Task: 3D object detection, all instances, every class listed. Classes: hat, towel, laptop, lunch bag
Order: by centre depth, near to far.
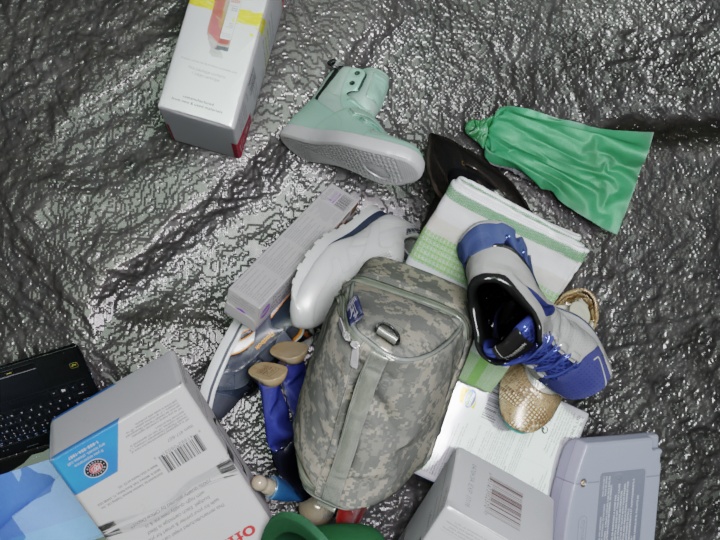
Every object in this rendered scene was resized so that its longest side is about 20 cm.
[{"bbox_3d":[0.017,0.106,1.017,0.138,0.168,0.202,21,118,8],"label":"lunch bag"},{"bbox_3d":[0.111,0.017,1.071,0.148,0.031,0.201,27,122,-5],"label":"towel"},{"bbox_3d":[0.012,0.286,1.088,0.175,0.165,0.202,-15,120,-38],"label":"hat"},{"bbox_3d":[-0.338,0.198,1.110,0.175,0.201,0.104,-17,44,-7],"label":"laptop"},{"bbox_3d":[0.113,-0.053,1.158,0.081,0.200,0.201,-40,88,26],"label":"hat"}]

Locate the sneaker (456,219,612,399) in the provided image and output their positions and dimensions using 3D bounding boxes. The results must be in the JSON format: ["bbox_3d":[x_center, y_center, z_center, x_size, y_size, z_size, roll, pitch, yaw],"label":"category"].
[{"bbox_3d":[0.150,0.061,1.003,0.080,0.116,0.200,-29,113,26],"label":"sneaker"}]

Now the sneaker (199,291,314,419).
[{"bbox_3d":[-0.099,0.077,1.153,0.079,0.078,0.202,26,81,9],"label":"sneaker"}]

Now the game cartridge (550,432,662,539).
[{"bbox_3d":[0.252,0.272,1.142,0.132,0.040,0.203,2,95,-35],"label":"game cartridge"}]

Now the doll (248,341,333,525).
[{"bbox_3d":[-0.067,0.180,1.126,0.048,0.136,0.202,5,121,32],"label":"doll"}]

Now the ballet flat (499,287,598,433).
[{"bbox_3d":[0.199,0.083,1.134,0.070,0.065,0.201,32,45,0],"label":"ballet flat"}]

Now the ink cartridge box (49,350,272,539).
[{"bbox_3d":[-0.195,0.207,1.091,0.145,0.084,0.201,-29,116,-5],"label":"ink cartridge box"}]

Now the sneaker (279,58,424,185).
[{"bbox_3d":[0.009,-0.164,1.148,0.119,0.199,0.074,-57,135,-12],"label":"sneaker"}]

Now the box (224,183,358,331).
[{"bbox_3d":[-0.068,-0.018,1.135,0.041,0.039,0.200,30,48,10],"label":"box"}]

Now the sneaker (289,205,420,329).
[{"bbox_3d":[0.000,0.000,1.122,0.080,0.077,0.200,26,44,20],"label":"sneaker"}]

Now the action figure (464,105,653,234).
[{"bbox_3d":[0.210,-0.129,1.213,0.198,0.055,0.119,21,84,5],"label":"action figure"}]

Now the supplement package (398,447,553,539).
[{"bbox_3d":[0.093,0.302,1.086,0.116,0.117,0.201,28,112,-1],"label":"supplement package"}]

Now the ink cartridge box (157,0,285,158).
[{"bbox_3d":[-0.141,-0.237,1.153,0.082,0.145,0.202,15,83,-1],"label":"ink cartridge box"}]

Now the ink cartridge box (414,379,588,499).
[{"bbox_3d":[0.123,0.171,1.163,0.198,0.076,0.138,25,82,-3],"label":"ink cartridge box"}]
